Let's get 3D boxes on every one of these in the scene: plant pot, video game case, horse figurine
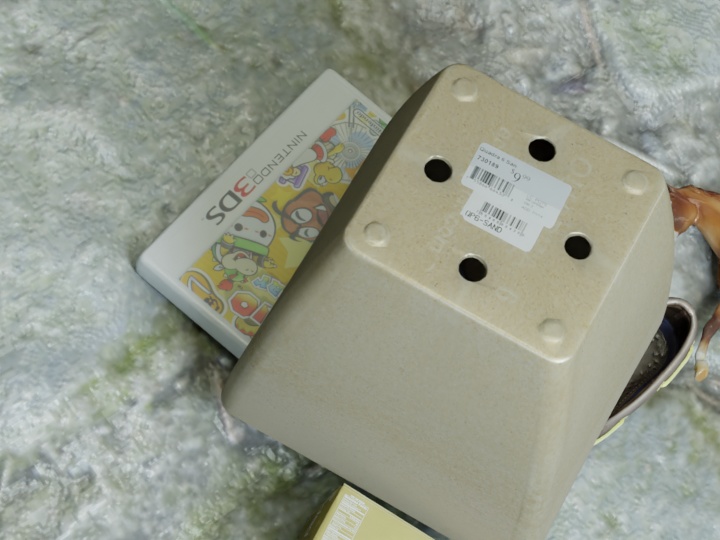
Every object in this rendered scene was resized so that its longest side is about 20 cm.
[{"bbox_3d":[0.062,0.009,1.420,0.199,0.177,0.201,29,62,6],"label":"plant pot"},{"bbox_3d":[0.000,0.000,1.528,0.200,0.023,0.182,40,62,8],"label":"video game case"},{"bbox_3d":[0.277,0.003,1.584,0.199,0.050,0.133,-4,51,12],"label":"horse figurine"}]

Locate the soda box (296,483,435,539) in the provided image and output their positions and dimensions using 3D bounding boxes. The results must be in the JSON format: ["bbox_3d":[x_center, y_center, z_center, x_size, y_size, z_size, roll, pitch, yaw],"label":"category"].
[{"bbox_3d":[0.050,0.203,1.450,0.199,0.068,0.064,33,63,-4],"label":"soda box"}]

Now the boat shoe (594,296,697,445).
[{"bbox_3d":[0.118,0.077,1.528,0.199,0.060,0.072,-31,81,-26],"label":"boat shoe"}]
